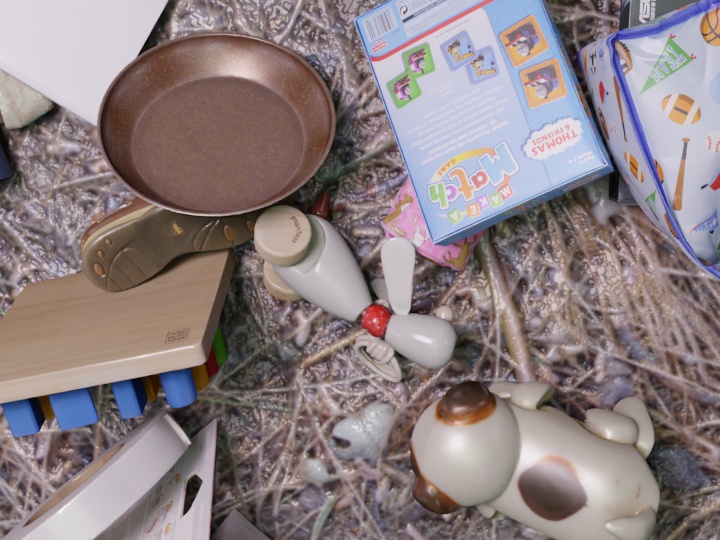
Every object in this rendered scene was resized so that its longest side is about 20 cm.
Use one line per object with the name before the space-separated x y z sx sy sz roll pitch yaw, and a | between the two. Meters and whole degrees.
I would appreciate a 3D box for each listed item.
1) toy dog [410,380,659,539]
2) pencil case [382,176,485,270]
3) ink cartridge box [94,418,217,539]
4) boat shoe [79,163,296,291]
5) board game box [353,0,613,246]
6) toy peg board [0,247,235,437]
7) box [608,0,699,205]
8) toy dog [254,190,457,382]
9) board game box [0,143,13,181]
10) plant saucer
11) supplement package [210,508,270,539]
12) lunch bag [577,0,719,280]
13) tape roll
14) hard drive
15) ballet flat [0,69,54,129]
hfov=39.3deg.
toy dog | 0.136 0.169 0.849 0.197 0.194 0.141 18 111 -7
pencil case | 0.092 -0.100 0.863 0.082 0.087 0.202 23 98 -19
ink cartridge box | -0.181 0.237 0.861 0.175 0.200 0.045 -35 110 8
boat shoe | -0.153 -0.053 0.884 0.198 0.068 0.073 -24 125 -11
board game box | 0.094 -0.142 0.802 0.150 0.036 0.203 -23 77 21
toy peg board | -0.203 0.076 0.852 0.197 0.200 0.099 -11 113 4
box | 0.300 -0.157 0.864 0.157 0.044 0.204 3 98 2
toy dog | 0.000 0.000 0.875 0.199 0.132 0.097 37 68 -10
board game box | -0.405 -0.154 0.890 0.134 0.035 0.203 -19 97 15
plant saucer | -0.119 -0.117 0.849 0.197 0.037 0.203 1 56 -2
supplement package | -0.116 0.318 0.870 0.117 0.200 0.118 40 98 -4
lunch bag | 0.255 -0.095 0.769 0.122 0.170 0.203 -18 96 10
tape roll | -0.232 0.196 0.859 0.202 0.203 0.037 -38 94 7
hard drive | -0.278 -0.232 0.848 0.198 0.025 0.133 31 85 -20
ballet flat | -0.325 -0.225 0.881 0.062 0.067 0.203 -22 103 -15
